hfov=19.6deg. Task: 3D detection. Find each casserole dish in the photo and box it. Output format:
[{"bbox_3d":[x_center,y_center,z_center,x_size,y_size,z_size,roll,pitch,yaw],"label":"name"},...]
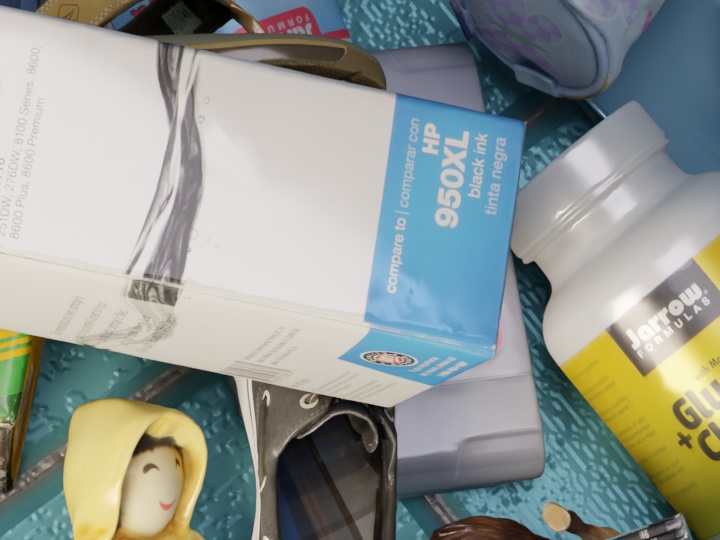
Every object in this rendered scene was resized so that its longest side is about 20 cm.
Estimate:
[{"bbox_3d":[0.172,-0.077,0.957,0.200,0.039,0.121,45,71,6],"label":"casserole dish"}]

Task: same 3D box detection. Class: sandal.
[{"bbox_3d":[-0.087,-0.086,0.767,0.198,0.080,0.054,6,80,21],"label":"sandal"}]

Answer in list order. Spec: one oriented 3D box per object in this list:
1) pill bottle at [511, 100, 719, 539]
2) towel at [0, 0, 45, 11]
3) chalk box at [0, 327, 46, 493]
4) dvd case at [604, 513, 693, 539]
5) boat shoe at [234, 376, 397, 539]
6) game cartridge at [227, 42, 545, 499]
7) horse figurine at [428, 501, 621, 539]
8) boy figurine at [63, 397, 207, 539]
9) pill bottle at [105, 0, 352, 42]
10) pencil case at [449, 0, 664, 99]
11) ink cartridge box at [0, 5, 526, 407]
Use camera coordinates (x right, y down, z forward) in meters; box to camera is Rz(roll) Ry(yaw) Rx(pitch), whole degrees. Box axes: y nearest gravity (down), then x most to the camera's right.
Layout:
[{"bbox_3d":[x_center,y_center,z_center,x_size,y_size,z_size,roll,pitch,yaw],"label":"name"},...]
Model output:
[{"bbox_3d":[0.148,0.032,0.875,0.112,0.112,0.200,-38,84,-17],"label":"pill bottle"},{"bbox_3d":[-0.216,-0.100,0.878,0.198,0.049,0.112,8,32,-9],"label":"towel"},{"bbox_3d":[-0.222,-0.001,0.829,0.198,0.125,0.125,13,71,-6],"label":"chalk box"},{"bbox_3d":[0.048,0.185,0.764,0.199,0.022,0.147,-21,109,8],"label":"dvd case"},{"bbox_3d":[-0.014,0.072,0.819,0.069,0.066,0.202,15,62,-17],"label":"boat shoe"},{"bbox_3d":[0.000,0.000,0.909,0.132,0.041,0.202,-8,74,-7],"label":"game cartridge"},{"bbox_3d":[0.125,0.150,0.846,0.199,0.133,0.050,34,87,17],"label":"horse figurine"},{"bbox_3d":[-0.076,0.149,0.823,0.124,0.064,0.202,4,75,-45],"label":"boy figurine"},{"bbox_3d":[-0.066,-0.106,0.845,0.108,0.109,0.201,-23,93,-15],"label":"pill bottle"},{"bbox_3d":[0.125,-0.168,0.913,0.083,0.091,0.200,20,65,41],"label":"pencil case"},{"bbox_3d":[-0.061,-0.018,0.720,0.198,0.145,0.085,12,77,-12],"label":"ink cartridge box"}]
